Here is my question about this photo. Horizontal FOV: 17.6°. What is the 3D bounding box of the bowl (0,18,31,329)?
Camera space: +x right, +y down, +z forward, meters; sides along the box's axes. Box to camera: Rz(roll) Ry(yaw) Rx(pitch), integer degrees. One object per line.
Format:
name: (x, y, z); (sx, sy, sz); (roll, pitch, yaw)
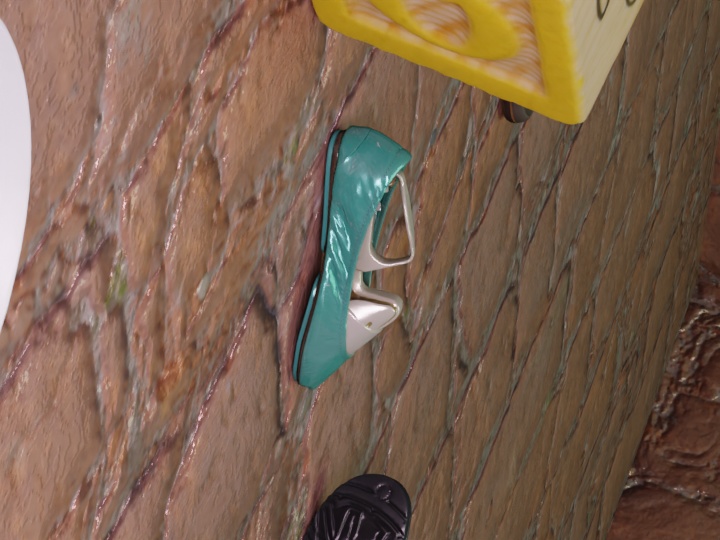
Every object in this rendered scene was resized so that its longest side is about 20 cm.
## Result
bowl: (-0.195, -0.008, 0.793); (0.201, 0.090, 0.202); (15, 90, -76)

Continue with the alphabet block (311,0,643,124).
alphabet block: (0.085, -0.240, 1.417); (0.201, 0.195, 0.195); (-63, 162, -14)

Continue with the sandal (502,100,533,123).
sandal: (0.161, -0.207, 2.099); (0.201, 0.054, 0.082); (89, 20, -47)

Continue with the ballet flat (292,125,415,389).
ballet flat: (0.000, 0.000, 1.628); (0.067, 0.070, 0.201); (-44, 146, -66)

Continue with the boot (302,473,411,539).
boot: (0.000, 0.259, 1.872); (0.201, 0.076, 0.168); (-69, 163, 0)
